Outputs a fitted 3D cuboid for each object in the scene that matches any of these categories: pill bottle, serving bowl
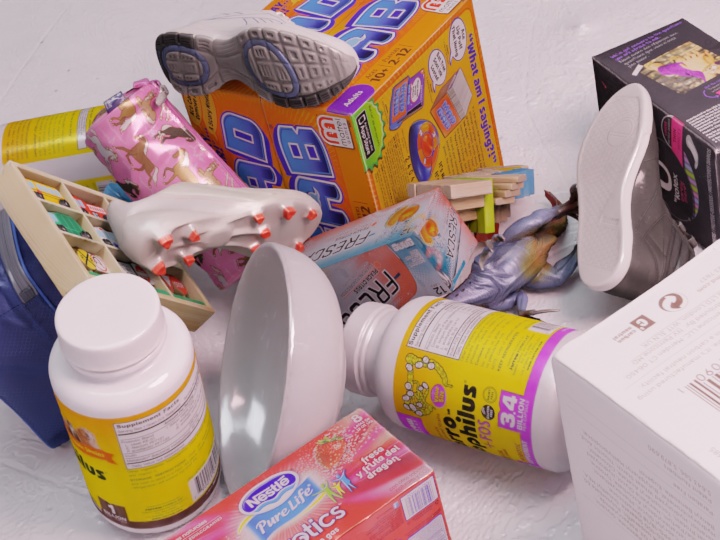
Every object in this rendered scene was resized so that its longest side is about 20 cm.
[{"bbox_3d":[0.083,0.080,1.131,0.198,0.105,0.104,13,44,33],"label":"pill bottle"},{"bbox_3d":[-0.055,0.082,1.139,0.065,0.202,0.201,6,32,-19],"label":"serving bowl"},{"bbox_3d":[-0.172,0.100,1.116,0.108,0.201,0.110,-4,43,3],"label":"pill bottle"},{"bbox_3d":[-0.317,-0.109,1.523,0.197,0.105,0.105,-9,37,7],"label":"pill bottle"}]

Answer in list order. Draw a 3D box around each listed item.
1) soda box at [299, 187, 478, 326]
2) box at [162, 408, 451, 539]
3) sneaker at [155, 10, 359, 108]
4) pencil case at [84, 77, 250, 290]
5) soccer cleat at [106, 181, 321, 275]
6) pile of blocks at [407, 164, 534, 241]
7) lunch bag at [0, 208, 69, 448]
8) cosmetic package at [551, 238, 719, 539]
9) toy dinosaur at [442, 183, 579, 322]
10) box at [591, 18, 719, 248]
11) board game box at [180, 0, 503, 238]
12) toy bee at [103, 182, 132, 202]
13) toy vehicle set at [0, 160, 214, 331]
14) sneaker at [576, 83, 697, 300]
[{"bbox_3d":[0.000,0.000,1.245,0.199,0.064,0.069,-21,26,41],"label":"soda box"},{"bbox_3d":[-0.041,0.204,1.031,0.199,0.103,0.094,-33,40,-20],"label":"box"},{"bbox_3d":[-0.081,-0.191,1.243,0.198,0.075,0.087,13,41,33],"label":"sneaker"},{"bbox_3d":[-0.154,-0.076,1.312,0.083,0.200,0.086,-45,5,-32],"label":"pencil case"},{"bbox_3d":[-0.118,-0.046,1.228,0.198,0.070,0.078,-10,44,-42],"label":"soccer cleat"},{"bbox_3d":[0.113,-0.054,1.299,0.081,0.063,0.199,1,9,29],"label":"pile of blocks"},{"bbox_3d":[-0.252,0.041,1.241,0.132,0.200,0.136,-32,39,6],"label":"lunch bag"},{"bbox_3d":[0.245,0.124,0.952,0.164,0.202,0.165,-30,40,-20],"label":"cosmetic package"},{"bbox_3d":[0.131,0.013,1.270,0.180,0.106,0.200,-29,4,-3],"label":"toy dinosaur"},{"bbox_3d":[0.304,-0.120,1.310,0.105,0.123,0.200,-23,37,-12],"label":"box"},{"bbox_3d":[-0.011,-0.129,1.362,0.198,0.202,0.200,14,45,34],"label":"board game box"},{"bbox_3d":[-0.210,-0.023,1.372,0.108,0.132,0.200,31,32,12],"label":"toy bee"},{"bbox_3d":[-0.205,-0.016,1.192,0.026,0.200,0.125,-42,69,11],"label":"toy vehicle set"},{"bbox_3d":[0.238,-0.056,1.248,0.070,0.099,0.202,-21,50,45],"label":"sneaker"}]
